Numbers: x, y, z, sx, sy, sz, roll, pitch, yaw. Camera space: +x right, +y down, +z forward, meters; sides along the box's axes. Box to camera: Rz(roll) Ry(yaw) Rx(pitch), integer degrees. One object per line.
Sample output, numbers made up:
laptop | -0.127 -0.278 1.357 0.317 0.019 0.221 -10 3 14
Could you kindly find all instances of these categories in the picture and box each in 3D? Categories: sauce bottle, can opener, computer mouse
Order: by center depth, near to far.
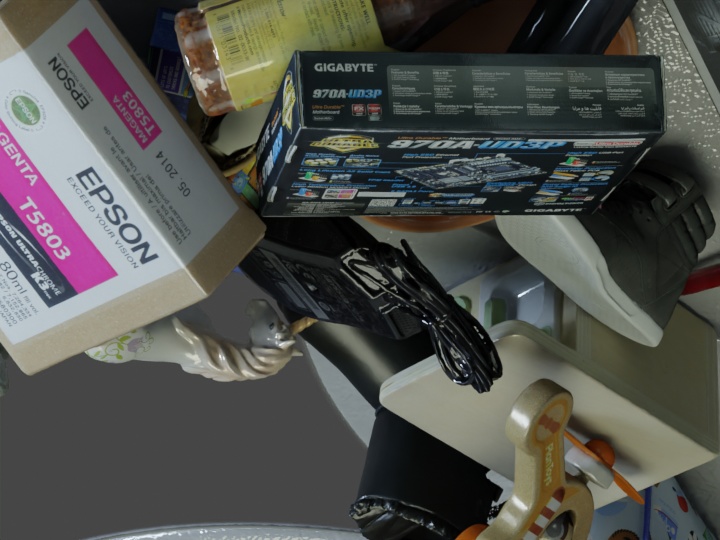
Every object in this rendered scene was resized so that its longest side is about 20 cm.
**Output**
sauce bottle | 0.001 -0.141 1.416 0.199 0.066 0.066 -17 139 2
can opener | 0.152 -0.168 1.443 0.067 0.053 0.200 5 132 -33
computer mouse | 0.000 0.000 1.621 0.200 0.053 0.139 18 155 45

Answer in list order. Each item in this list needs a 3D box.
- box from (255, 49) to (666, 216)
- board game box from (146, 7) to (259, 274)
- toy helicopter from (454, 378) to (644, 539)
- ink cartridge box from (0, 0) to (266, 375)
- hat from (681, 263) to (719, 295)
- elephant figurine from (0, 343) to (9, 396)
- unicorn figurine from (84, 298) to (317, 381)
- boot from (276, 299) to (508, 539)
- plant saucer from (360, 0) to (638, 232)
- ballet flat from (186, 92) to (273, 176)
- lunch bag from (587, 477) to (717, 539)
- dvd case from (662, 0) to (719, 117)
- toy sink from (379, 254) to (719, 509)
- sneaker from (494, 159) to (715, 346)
box | 0.050 -0.072 1.424 0.199 0.046 0.159 0 165 -10
board game box | -0.078 -0.074 1.657 0.135 0.035 0.200 12 141 -5
toy helicopter | 0.121 0.136 1.657 0.079 0.132 0.200 37 150 31
ink cartridge box | -0.178 -0.056 1.479 0.164 0.075 0.200 -23 109 41
hat | 0.293 -0.049 1.632 0.200 0.176 0.166 -39 135 -5
elephant figurine | -0.321 0.037 1.746 0.199 0.155 0.142 -25 98 19
unicorn figurine | -0.132 0.031 1.725 0.199 0.137 0.074 -11 127 -41
boot | 0.020 0.104 1.762 0.198 0.163 0.073 31 139 -25
plant saucer | 0.065 -0.106 1.533 0.199 0.038 0.201 -16 140 -14
ballet flat | -0.033 -0.124 1.524 0.069 0.063 0.200 34 121 -13
lunch bag | 0.193 0.244 1.879 0.123 0.201 0.170 -12 137 25
dvd case | 0.262 -0.143 1.514 0.150 0.025 0.200 -11 138 24
toy sink | 0.124 0.058 1.727 0.200 0.112 0.130 30 137 -33
sneaker | 0.151 -0.037 1.600 0.071 0.099 0.200 23 169 37
